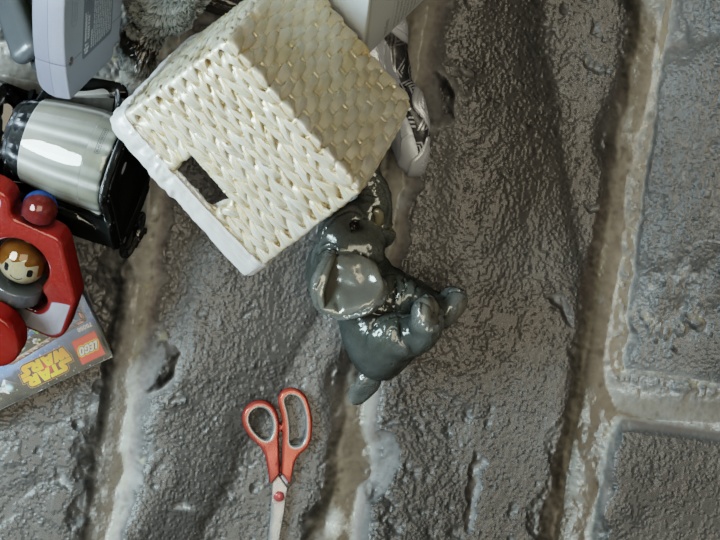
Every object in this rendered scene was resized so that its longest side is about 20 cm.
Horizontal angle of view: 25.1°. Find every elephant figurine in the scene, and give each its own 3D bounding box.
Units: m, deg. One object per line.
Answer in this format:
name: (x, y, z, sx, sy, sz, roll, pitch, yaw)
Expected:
elephant figurine: (0.000, 0.000, 1.631, 0.200, 0.141, 0.155, 46, 54, -6)

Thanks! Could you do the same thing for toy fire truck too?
toy fire truck: (-0.351, -0.020, 1.499, 0.199, 0.112, 0.169, 24, 128, -3)

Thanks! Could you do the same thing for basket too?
basket: (-0.086, -0.142, 1.492, 0.160, 0.200, 0.198, -33, 105, 34)

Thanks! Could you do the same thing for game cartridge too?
game cartridge: (-0.253, -0.264, 1.458, 0.040, 0.134, 0.201, 13, 123, 7)

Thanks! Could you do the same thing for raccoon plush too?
raccoon plush: (-0.185, -0.239, 1.532, 0.096, 0.134, 0.202, 6, 117, -4)

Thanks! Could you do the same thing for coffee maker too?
coffee maker: (-0.312, -0.097, 1.550, 0.198, 0.135, 0.193, 17, 133, 6)

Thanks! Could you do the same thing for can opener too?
can opener: (-0.346, -0.269, 1.542, 0.067, 0.053, 0.201, -33, 65, 22)

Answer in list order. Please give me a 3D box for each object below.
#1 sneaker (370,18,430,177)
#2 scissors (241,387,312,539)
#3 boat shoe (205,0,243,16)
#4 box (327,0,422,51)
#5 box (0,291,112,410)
sneaker: (0.000, -0.185, 1.630, 0.114, 0.075, 0.202, -13, 93, -6)
scissors: (-0.078, 0.224, 1.692, 0.072, 0.014, 0.202, -8, 96, -9)
boat shoe: (-0.177, -0.310, 1.596, 0.199, 0.057, 0.067, 31, 91, -10)
box: (-0.019, -0.341, 1.514, 0.199, 0.200, 0.131, 44, 78, 8)
box: (-0.366, 0.066, 1.618, 0.199, 0.040, 0.138, -25, 98, -5)
